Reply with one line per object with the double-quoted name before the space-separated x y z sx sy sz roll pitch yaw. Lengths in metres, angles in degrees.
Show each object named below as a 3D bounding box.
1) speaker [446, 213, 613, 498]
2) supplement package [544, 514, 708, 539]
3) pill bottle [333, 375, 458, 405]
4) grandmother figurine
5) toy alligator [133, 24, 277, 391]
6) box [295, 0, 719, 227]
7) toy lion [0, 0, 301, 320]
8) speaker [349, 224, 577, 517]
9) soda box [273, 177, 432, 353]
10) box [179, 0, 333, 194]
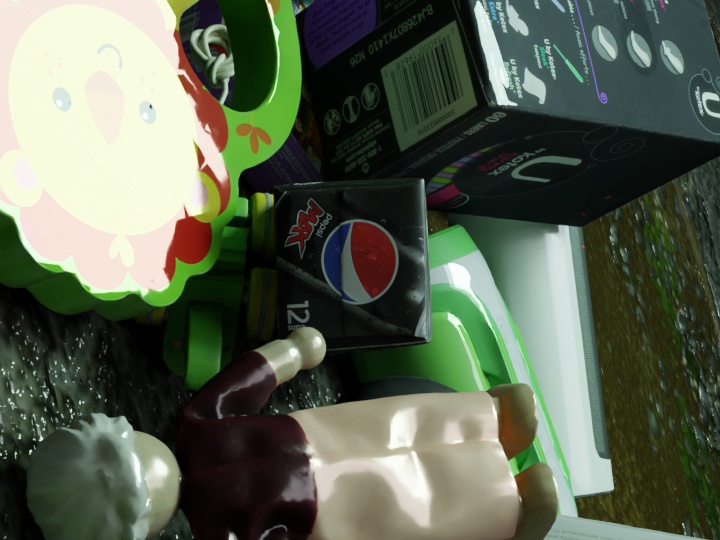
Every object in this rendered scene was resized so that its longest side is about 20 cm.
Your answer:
"speaker" 0.096 0.032 1.095 0.081 0.081 0.202 8 75 -66
"supplement package" 0.101 0.227 0.840 0.117 0.116 0.201 85 18 -46
"pill bottle" 0.008 0.137 0.791 0.112 0.111 0.201 59 24 -26
"grandmother figurine" -0.026 0.081 0.702 0.198 0.061 0.122 2 50 -23
"toy alligator" -0.068 -0.019 0.827 0.054 0.059 0.201 109 -16 -49
"box" 0.083 -0.097 0.973 0.199 0.122 0.107 3 68 -43
"toy lion" -0.094 -0.078 0.757 0.199 0.068 0.193 -5 81 -51
"speaker" 0.053 0.082 0.983 0.088 0.088 0.202 -21 92 -69
"soda box" 0.000 0.000 0.842 0.200 0.063 0.071 38 50 -88
"box" -0.043 -0.128 0.994 0.137 0.039 0.201 54 26 -36
